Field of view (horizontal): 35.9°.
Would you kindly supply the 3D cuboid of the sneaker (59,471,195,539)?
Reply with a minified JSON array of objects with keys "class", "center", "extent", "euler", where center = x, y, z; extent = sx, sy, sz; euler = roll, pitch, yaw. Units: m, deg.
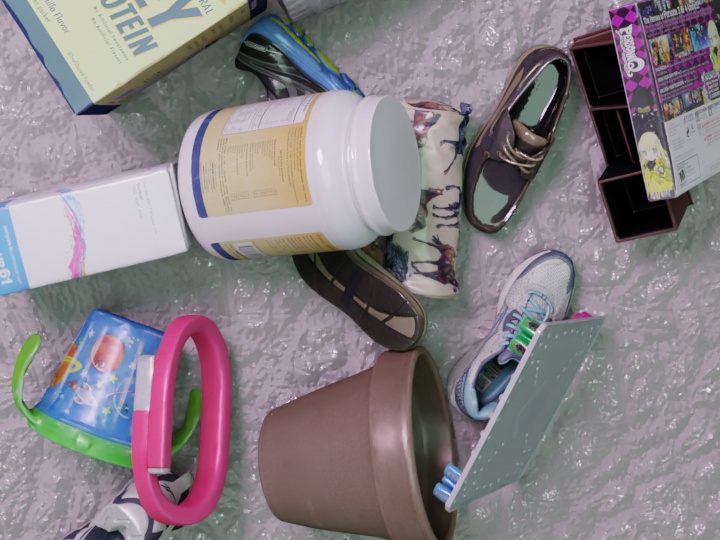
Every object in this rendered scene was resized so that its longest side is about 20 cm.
[{"class":"sneaker","center":[-0.236,0.266,1.157],"extent":[0.080,0.129,0.200],"euler":[47,129,10]}]

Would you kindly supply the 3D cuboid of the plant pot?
[{"class":"plant pot","center":[-0.005,0.189,1.118],"extent":[0.172,0.200,0.204],"euler":[-10,99,15]}]

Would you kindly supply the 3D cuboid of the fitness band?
[{"class":"fitness band","center":[-0.169,0.144,1.081],"extent":[0.037,0.143,0.204],"euler":[-2,78,21]}]

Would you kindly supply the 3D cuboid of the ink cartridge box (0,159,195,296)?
[{"class":"ink cartridge box","center":[-0.262,-0.044,1.074],"extent":[0.196,0.145,0.086],"euler":[-14,99,-1]}]

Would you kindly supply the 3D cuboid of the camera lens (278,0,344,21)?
[{"class":"camera lens","center":[-0.015,-0.348,1.034],"extent":[0.198,0.160,0.162],"euler":[-31,99,1]}]

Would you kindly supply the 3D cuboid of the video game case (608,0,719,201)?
[{"class":"video game case","center":[0.319,-0.181,1.088],"extent":[0.035,0.199,0.184],"euler":[-6,103,42]}]

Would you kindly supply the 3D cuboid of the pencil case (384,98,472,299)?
[{"class":"pencil case","center":[0.070,-0.071,1.127],"extent":[0.088,0.078,0.204],"euler":[-1,99,-26]}]

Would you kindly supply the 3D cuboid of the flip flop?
[{"class":"flip flop","center":[0.000,0.000,1.116],"extent":[0.200,0.057,0.082],"euler":[42,124,24]}]

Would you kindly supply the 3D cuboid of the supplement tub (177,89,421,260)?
[{"class":"supplement tub","center":[-0.055,-0.088,1.036],"extent":[0.197,0.144,0.147],"euler":[-4,99,24]}]

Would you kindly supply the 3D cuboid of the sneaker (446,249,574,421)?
[{"class":"sneaker","center":[0.167,0.074,1.150],"extent":[0.077,0.086,0.202],"euler":[30,95,-8]}]

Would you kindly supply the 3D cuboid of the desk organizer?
[{"class":"desk organizer","center":[0.266,-0.137,1.110],"extent":[0.071,0.077,0.203],"euler":[-12,108,31]}]

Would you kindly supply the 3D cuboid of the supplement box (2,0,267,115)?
[{"class":"supplement box","center":[-0.201,-0.254,1.021],"extent":[0.198,0.200,0.135],"euler":[-33,100,0]}]

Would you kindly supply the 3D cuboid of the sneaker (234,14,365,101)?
[{"class":"sneaker","center":[-0.047,-0.164,1.120],"extent":[0.082,0.071,0.200],"euler":[-39,102,24]}]

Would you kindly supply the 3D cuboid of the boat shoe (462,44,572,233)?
[{"class":"boat shoe","center":[0.157,-0.135,1.127],"extent":[0.073,0.073,0.203],"euler":[19,96,-6]}]

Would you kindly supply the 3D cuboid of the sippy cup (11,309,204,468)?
[{"class":"sippy cup","center":[-0.247,0.114,1.111],"extent":[0.138,0.178,0.132],"euler":[19,85,22]}]

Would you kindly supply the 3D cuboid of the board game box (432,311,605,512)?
[{"class":"board game box","center":[0.160,0.132,1.101],"extent":[0.026,0.199,0.202],"euler":[32,105,25]}]
